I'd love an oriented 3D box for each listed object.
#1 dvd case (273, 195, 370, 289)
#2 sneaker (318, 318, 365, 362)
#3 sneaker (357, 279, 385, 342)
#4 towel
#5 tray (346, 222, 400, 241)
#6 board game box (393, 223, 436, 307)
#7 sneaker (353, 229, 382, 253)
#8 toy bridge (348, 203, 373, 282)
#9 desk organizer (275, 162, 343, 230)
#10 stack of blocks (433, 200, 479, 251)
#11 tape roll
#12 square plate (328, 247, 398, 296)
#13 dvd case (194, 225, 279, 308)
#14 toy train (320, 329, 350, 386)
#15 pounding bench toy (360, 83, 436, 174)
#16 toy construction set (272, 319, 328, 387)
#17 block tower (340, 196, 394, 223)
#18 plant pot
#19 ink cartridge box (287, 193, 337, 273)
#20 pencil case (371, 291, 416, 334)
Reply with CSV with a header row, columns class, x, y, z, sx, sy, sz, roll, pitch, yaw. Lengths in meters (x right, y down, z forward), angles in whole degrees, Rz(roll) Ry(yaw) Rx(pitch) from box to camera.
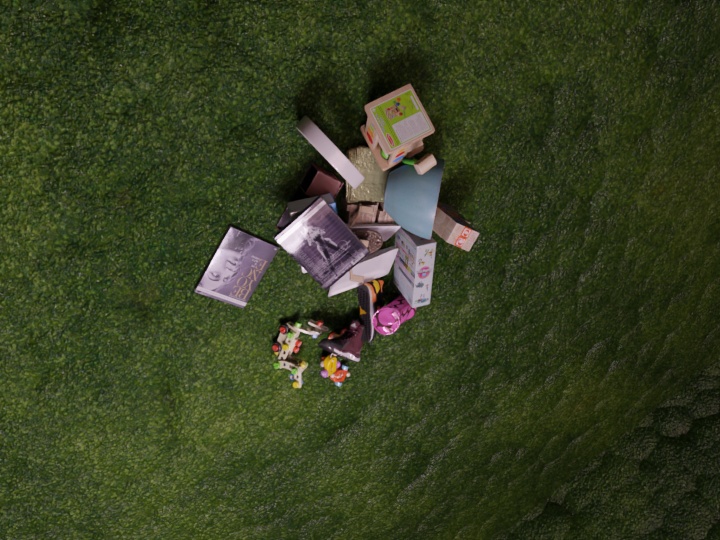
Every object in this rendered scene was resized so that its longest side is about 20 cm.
class,x,y,z,sx,sy,sz,roll,pitch,yaw
dvd case,-0.090,-0.062,1.342,0.148,0.016,0.200,-39,122,8
sneaker,-0.046,0.189,1.605,0.200,0.075,0.117,36,74,-60
sneaker,0.042,0.122,1.670,0.089,0.070,0.203,-22,125,-35
towel,0.051,-0.251,1.461,0.197,0.036,0.151,-4,111,-26
tray,0.002,-0.106,1.521,0.197,0.023,0.107,-4,163,-24
board game box,0.151,-0.021,1.592,0.063,0.148,0.203,-11,124,-18
sneaker,-0.039,-0.068,1.500,0.197,0.076,0.072,-14,100,-1
toy bridge,-0.012,-0.073,1.437,0.066,0.027,0.204,7,87,-9
desk organizer,-0.133,-0.164,1.415,0.076,0.072,0.202,22,108,-32
stack of blocks,0.243,-0.131,1.536,0.114,0.200,0.059,18,111,-32
tape roll,-0.070,-0.274,1.296,0.037,0.203,0.203,-44,128,4
square plate,0.000,0.000,1.551,0.195,0.029,0.200,-20,163,-13
dvd case,-0.323,-0.005,1.454,0.147,0.016,0.201,23,107,-35
toy train,-0.069,0.262,1.723,0.149,0.055,0.203,3,110,-58
pounding bench toy,0.101,-0.306,1.344,0.123,0.156,0.202,-27,85,-7
toy construction set,-0.180,0.221,1.595,0.202,0.130,0.092,-60,162,6
block tower,0.043,-0.163,1.511,0.197,0.054,0.059,-1,119,-24
plant pot,0.131,-0.191,1.411,0.132,0.201,0.203,11,119,6
ink cartridge box,-0.106,-0.077,1.388,0.114,0.068,0.203,-14,121,-8
pencil case,0.105,0.125,1.638,0.093,0.200,0.092,-22,92,23
